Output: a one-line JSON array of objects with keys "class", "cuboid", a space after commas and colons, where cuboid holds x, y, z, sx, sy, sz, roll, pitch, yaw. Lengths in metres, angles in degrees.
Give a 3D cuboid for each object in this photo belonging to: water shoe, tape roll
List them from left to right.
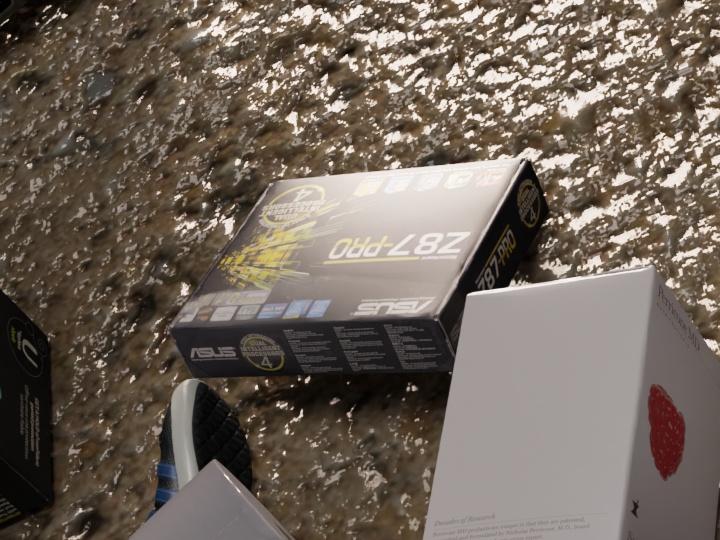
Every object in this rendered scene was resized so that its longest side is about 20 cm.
[{"class": "water shoe", "cuboid": [-0.114, 0.154, 1.484, 0.079, 0.072, 0.201, -26, 43, 21]}, {"class": "tape roll", "cuboid": [-0.034, 0.195, 1.302, 0.066, 0.200, 0.200, -42, 43, -5]}]

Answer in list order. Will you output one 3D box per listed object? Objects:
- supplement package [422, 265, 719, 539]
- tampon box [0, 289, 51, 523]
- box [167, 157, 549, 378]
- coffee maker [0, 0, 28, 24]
[{"class": "supplement package", "cuboid": [0.119, 0.117, 1.318, 0.119, 0.121, 0.201, -9, 52, 29]}, {"class": "tampon box", "cuboid": [-0.309, 0.067, 1.592, 0.126, 0.200, 0.150, -24, 44, 17]}, {"class": "box", "cuboid": [0.000, 0.000, 1.520, 0.199, 0.049, 0.161, -3, 38, 32]}, {"class": "coffee maker", "cuboid": [-0.253, -0.293, 1.919, 0.199, 0.135, 0.192, -27, 22, 12]}]
